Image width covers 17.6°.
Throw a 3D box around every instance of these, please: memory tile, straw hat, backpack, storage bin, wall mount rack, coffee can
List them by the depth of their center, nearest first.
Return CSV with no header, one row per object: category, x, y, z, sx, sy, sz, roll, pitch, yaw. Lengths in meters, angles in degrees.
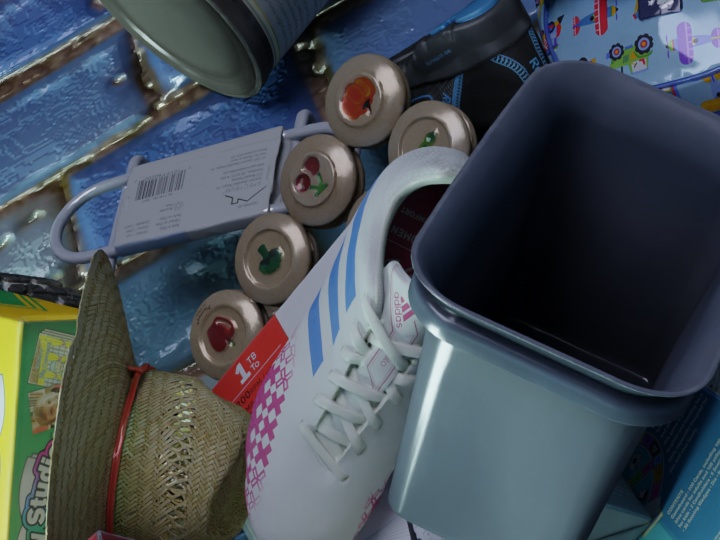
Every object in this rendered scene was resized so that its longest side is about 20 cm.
storage bin,0.096,0.030,0.968,0.145,0.135,0.200,24,39,9
straw hat,-0.092,0.091,1.099,0.084,0.202,0.202,5,52,1
memory tile,0.000,0.000,1.215,0.153,0.017,0.201,39,105,30
backpack,0.171,-0.144,1.230,0.181,0.135,0.201,-9,53,26
wall mount rack,-0.080,-0.003,1.310,0.199,0.075,0.175,-13,45,23
coffee can,-0.060,-0.229,1.430,0.146,0.147,0.200,22,67,41

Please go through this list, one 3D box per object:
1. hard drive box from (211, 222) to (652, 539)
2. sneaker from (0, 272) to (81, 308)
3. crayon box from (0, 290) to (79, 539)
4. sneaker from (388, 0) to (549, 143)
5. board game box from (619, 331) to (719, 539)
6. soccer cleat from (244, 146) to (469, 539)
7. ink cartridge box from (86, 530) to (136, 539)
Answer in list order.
hard drive box,0.022,0.095,1.108,0.156,0.077,0.200,-50,46,19
sneaker,-0.181,0.087,1.272,0.090,0.078,0.201,-50,48,35
crayon box,-0.214,0.110,1.215,0.172,0.058,0.202,11,99,43
sneaker,0.046,-0.088,1.272,0.073,0.082,0.200,-36,5,-20
board game box,0.148,0.070,1.074,0.152,0.047,0.200,-61,40,20
soccer cleat,0.003,0.038,1.027,0.086,0.069,0.201,-166,98,-77
ink cartridge box,-0.119,0.216,1.044,0.200,0.144,0.084,-42,50,26
